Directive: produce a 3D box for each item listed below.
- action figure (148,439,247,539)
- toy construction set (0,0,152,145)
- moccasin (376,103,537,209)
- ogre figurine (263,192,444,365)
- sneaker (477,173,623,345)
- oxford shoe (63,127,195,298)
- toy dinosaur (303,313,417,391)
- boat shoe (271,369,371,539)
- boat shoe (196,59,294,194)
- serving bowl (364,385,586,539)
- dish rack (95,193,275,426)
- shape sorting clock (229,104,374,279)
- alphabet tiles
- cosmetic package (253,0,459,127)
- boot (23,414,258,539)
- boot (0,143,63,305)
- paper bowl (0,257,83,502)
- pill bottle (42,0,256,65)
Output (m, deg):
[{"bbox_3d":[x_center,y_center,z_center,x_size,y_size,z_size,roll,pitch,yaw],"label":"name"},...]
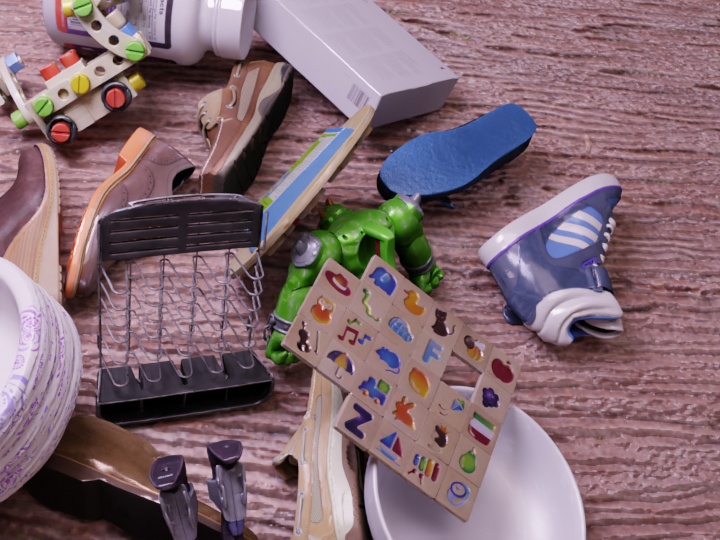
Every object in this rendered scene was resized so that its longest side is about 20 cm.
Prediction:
[{"bbox_3d":[-0.104,0.229,0.850,0.129,0.069,0.201,-14,103,-19],"label":"action figure"},{"bbox_3d":[-0.282,-0.201,1.120,0.132,0.199,0.092,58,17,-20],"label":"toy construction set"},{"bbox_3d":[0.101,-0.104,1.207,0.199,0.068,0.081,-22,70,-27],"label":"moccasin"},{"bbox_3d":[0.000,0.000,1.057,0.199,0.121,0.098,-10,36,-19],"label":"ogre figurine"},{"bbox_3d":[0.223,-0.001,1.163,0.199,0.081,0.147,-27,73,-34],"label":"sneaker"},{"bbox_3d":[-0.210,-0.048,1.075,0.073,0.071,0.201,25,53,-6],"label":"oxford shoe"},{"bbox_3d":[0.018,0.084,1.008,0.088,0.047,0.200,51,15,23],"label":"toy dinosaur"},{"bbox_3d":[-0.037,0.152,0.976,0.076,0.072,0.201,-11,42,6],"label":"boat shoe"},{"bbox_3d":[-0.127,-0.144,1.173,0.073,0.076,0.201,17,43,4],"label":"boat shoe"},{"bbox_3d":[0.085,0.199,0.964,0.199,0.066,0.201,16,52,-22],"label":"serving bowl"},{"bbox_3d":[-0.144,0.030,0.958,0.152,0.201,0.055,-7,39,-21],"label":"dish rack"},{"bbox_3d":[-0.053,-0.069,1.058,0.039,0.200,0.200,44,52,-10],"label":"shape sorting clock"},{"bbox_3d":[0.034,0.083,0.953,0.200,0.008,0.168,37,48,-11],"label":"alphabet tiles"},{"bbox_3d":[-0.012,-0.241,1.259,0.200,0.052,0.150,45,38,18],"label":"cosmetic package"},{"bbox_3d":[-0.162,0.173,0.927,0.199,0.074,0.076,24,41,5],"label":"boot"},{"bbox_3d":[-0.346,-0.036,1.024,0.165,0.073,0.201,-1,51,-13],"label":"boot"},{"bbox_3d":[-0.302,0.096,0.887,0.199,0.104,0.202,-12,56,18],"label":"paper bowl"},{"bbox_3d":[-0.211,-0.271,1.195,0.199,0.112,0.112,10,52,2],"label":"pill bottle"}]
